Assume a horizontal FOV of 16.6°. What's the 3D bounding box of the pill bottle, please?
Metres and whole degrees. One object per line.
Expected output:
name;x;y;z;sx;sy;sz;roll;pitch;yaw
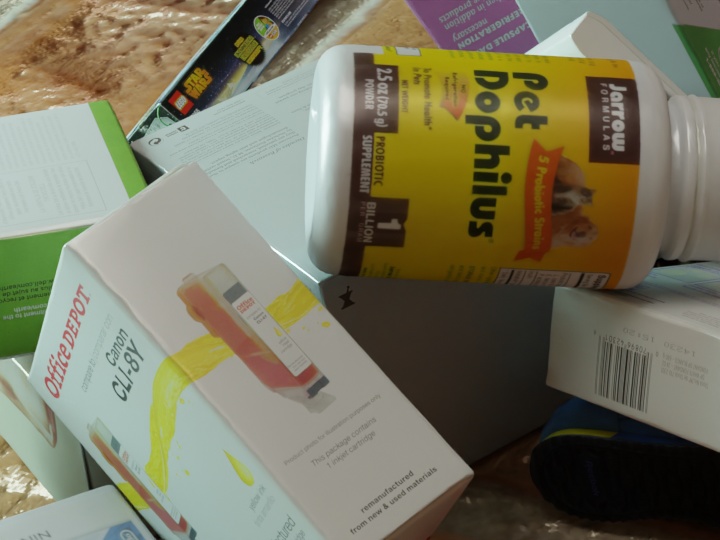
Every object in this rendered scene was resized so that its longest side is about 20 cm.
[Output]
pill bottle;0.076;-0.048;1.163;0.200;0.109;0.109;2;32;-5

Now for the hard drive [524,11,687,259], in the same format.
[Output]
hard drive;0.119;-0.057;1.304;0.026;0.132;0.200;-51;9;-23

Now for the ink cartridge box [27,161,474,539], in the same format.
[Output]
ink cartridge box;-0.059;0.071;1.159;0.083;0.145;0.200;-34;75;-29

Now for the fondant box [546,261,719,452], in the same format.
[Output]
fondant box;0.212;0.038;1.207;0.200;0.058;0.144;-7;18;-37

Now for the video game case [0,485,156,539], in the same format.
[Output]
video game case;-0.140;0.190;1.109;0.182;0.022;0.200;-16;47;-33

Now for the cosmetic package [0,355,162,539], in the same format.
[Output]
cosmetic package;-0.142;0.058;1.338;0.103;0.087;0.200;-23;35;-22

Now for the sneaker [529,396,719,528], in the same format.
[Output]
sneaker;0.184;0.091;1.208;0.200;0.066;0.078;9;34;29

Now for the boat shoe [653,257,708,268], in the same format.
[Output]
boat shoe;0.197;-0.005;1.358;0.074;0.076;0.200;-26;26;46

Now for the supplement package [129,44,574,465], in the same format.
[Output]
supplement package;0.000;0.000;1.324;0.152;0.151;0.200;-26;35;-23

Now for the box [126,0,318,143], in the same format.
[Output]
box;-0.103;-0.106;1.547;0.040;0.137;0.200;40;41;-6

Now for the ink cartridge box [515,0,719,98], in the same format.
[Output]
ink cartridge box;0.172;-0.166;1.416;0.084;0.145;0.200;-20;21;30

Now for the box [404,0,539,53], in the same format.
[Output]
box;0.095;-0.188;1.522;0.097;0.200;0.176;-29;28;19

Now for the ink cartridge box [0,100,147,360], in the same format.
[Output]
ink cartridge box;-0.214;-0.015;1.303;0.200;0.076;0.148;-10;29;-12
